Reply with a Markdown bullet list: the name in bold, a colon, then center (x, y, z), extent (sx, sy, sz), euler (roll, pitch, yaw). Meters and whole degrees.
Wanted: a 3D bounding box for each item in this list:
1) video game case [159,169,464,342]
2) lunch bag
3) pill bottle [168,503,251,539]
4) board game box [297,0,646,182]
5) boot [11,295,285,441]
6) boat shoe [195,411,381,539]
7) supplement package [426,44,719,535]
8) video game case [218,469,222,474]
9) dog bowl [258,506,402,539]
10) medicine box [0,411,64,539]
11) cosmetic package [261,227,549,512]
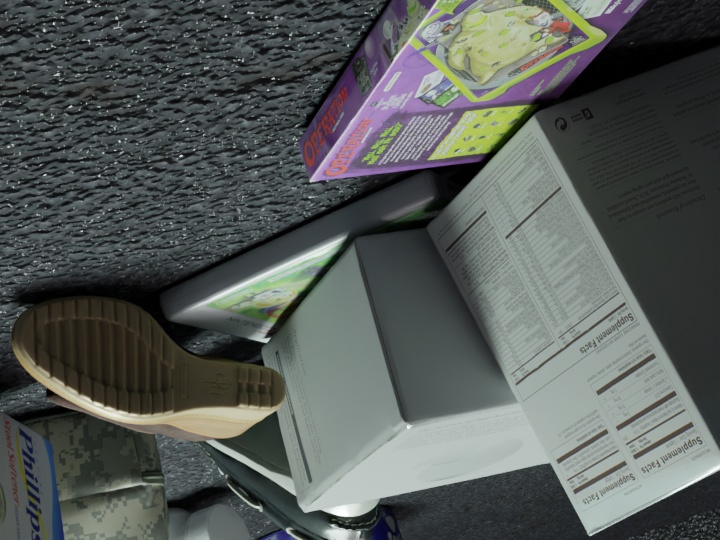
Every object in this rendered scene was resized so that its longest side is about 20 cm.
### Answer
- **video game case**: center (0.000, 0.000, 1.058), extent (0.199, 0.022, 0.182), euler (-24, 161, 22)
- **lunch bag**: center (-0.240, 0.206, 1.220), extent (0.199, 0.169, 0.139), euler (-8, 161, -23)
- **pill bottle**: center (-0.209, 0.303, 1.636), extent (0.199, 0.113, 0.112), euler (-25, 161, 22)
- **board game box**: center (0.056, -0.104, 0.787), extent (0.119, 0.032, 0.200), euler (-12, 162, -27)
- **boot**: center (-0.165, 0.075, 1.059), extent (0.199, 0.073, 0.166), euler (19, 159, -36)
- **boat shoe**: center (-0.066, 0.142, 1.171), extent (0.075, 0.200, 0.061), euler (-17, 124, -37)
- **supplement package**: center (0.166, 0.011, 0.904), extent (0.151, 0.201, 0.151), euler (-21, 167, -28)
- **video game case**: center (-0.011, 0.129, 1.437), extent (0.199, 0.023, 0.182), euler (-9, 161, -24)
- **dog bowl**: center (-0.043, 0.358, 2.011), extent (0.199, 0.079, 0.200), euler (-15, 162, -5)
- **medicine box**: center (-0.315, 0.152, 1.038), extent (0.181, 0.103, 0.200), euler (-21, 151, 12)
- **cosmetic package**: center (0.067, 0.056, 1.048), extent (0.198, 0.124, 0.200), euler (-8, 162, -24)
